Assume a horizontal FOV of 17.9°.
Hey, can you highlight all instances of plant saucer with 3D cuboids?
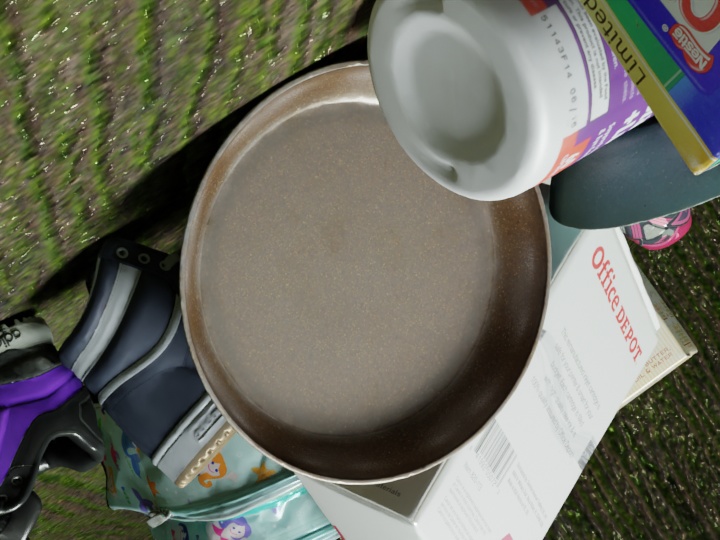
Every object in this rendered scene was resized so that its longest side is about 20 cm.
[{"bbox_3d":[0.175,-0.089,1.133,0.199,0.036,0.200,-27,-163,9],"label":"plant saucer"},{"bbox_3d":[0.000,0.000,1.097,0.199,0.201,0.032,-32,-161,-21],"label":"plant saucer"}]

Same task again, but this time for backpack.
[{"bbox_3d":[-0.053,0.087,1.310,0.177,0.152,0.200,-23,180,-29],"label":"backpack"}]

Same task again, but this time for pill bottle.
[{"bbox_3d":[0.108,-0.120,1.057,0.199,0.112,0.111,-30,171,-34],"label":"pill bottle"}]

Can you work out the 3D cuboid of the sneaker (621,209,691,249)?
[{"bbox_3d":[0.148,-0.088,1.318,0.080,0.075,0.201,-30,-149,26],"label":"sneaker"}]

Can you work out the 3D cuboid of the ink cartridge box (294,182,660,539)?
[{"bbox_3d":[0.067,0.068,1.218,0.201,0.082,0.147,-57,147,-18],"label":"ink cartridge box"}]

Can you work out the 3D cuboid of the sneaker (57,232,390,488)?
[{"bbox_3d":[-0.064,0.000,1.140,0.200,0.108,0.070,-49,176,-21],"label":"sneaker"}]

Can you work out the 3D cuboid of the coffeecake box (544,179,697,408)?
[{"bbox_3d":[0.100,0.018,1.506,0.153,0.201,0.073,-37,172,12],"label":"coffeecake box"}]

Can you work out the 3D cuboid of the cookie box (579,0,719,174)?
[{"bbox_3d":[0.139,-0.157,0.764,0.075,0.172,0.200,-26,168,-35],"label":"cookie box"}]

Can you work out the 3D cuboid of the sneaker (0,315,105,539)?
[{"bbox_3d":[-0.203,0.105,1.091,0.199,0.100,0.070,-31,169,-32],"label":"sneaker"}]
